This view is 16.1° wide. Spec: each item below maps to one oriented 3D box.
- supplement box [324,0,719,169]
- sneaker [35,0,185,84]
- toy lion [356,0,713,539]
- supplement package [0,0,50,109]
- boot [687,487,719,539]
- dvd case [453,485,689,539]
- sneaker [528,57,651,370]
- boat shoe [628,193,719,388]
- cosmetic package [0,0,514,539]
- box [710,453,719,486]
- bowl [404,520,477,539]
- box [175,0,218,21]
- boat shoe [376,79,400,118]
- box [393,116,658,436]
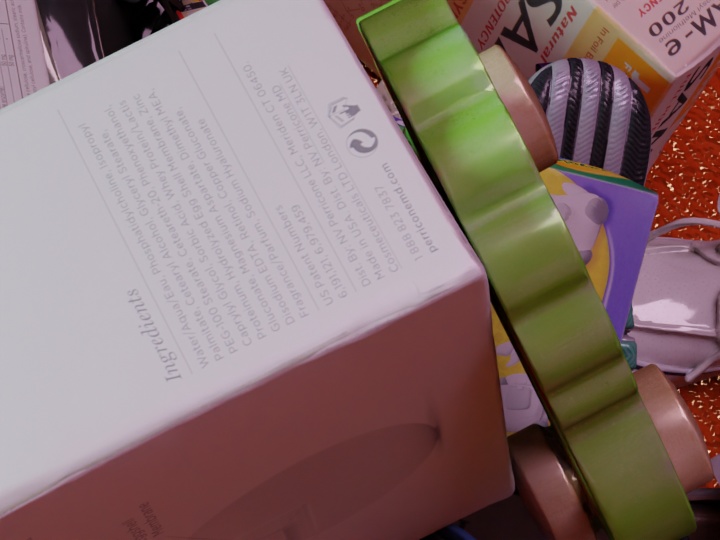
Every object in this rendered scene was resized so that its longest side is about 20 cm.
[{"bbox_3d":[0.059,-0.126,1.104,0.200,0.126,0.074,43,52,11],"label":"supplement box"},{"bbox_3d":[-0.084,-0.122,0.997,0.106,0.075,0.200,-13,65,-1],"label":"sneaker"},{"bbox_3d":[0.054,0.004,0.814,0.069,0.192,0.200,-27,94,1],"label":"toy lion"},{"bbox_3d":[-0.224,-0.037,0.911,0.199,0.152,0.151,1,50,-20],"label":"supplement package"},{"bbox_3d":[0.171,0.195,0.971,0.186,0.064,0.200,19,57,-11],"label":"boot"},{"bbox_3d":[0.018,0.161,0.892,0.142,0.018,0.200,12,61,26],"label":"dvd case"},{"bbox_3d":[0.073,0.014,1.025,0.074,0.088,0.201,12,96,-8],"label":"sneaker"},{"bbox_3d":[0.172,0.006,1.082,0.201,0.086,0.075,6,55,-18],"label":"boat shoe"},{"bbox_3d":[-0.070,0.036,0.802,0.200,0.199,0.123,-28,67,-7],"label":"cosmetic package"},{"bbox_3d":[0.252,0.112,0.912,0.097,0.176,0.200,-16,74,-46],"label":"box"},{"bbox_3d":[-0.021,0.166,0.865,0.200,0.039,0.201,-9,55,13],"label":"bowl"},{"bbox_3d":[-0.080,-0.081,1.038,0.110,0.035,0.200,-28,61,-6],"label":"box"},{"bbox_3d":[0.003,0.004,1.034,0.074,0.062,0.200,19,65,14],"label":"boat shoe"},{"bbox_3d":[0.000,0.000,0.947,0.199,0.048,0.118,13,95,-6],"label":"box"}]
